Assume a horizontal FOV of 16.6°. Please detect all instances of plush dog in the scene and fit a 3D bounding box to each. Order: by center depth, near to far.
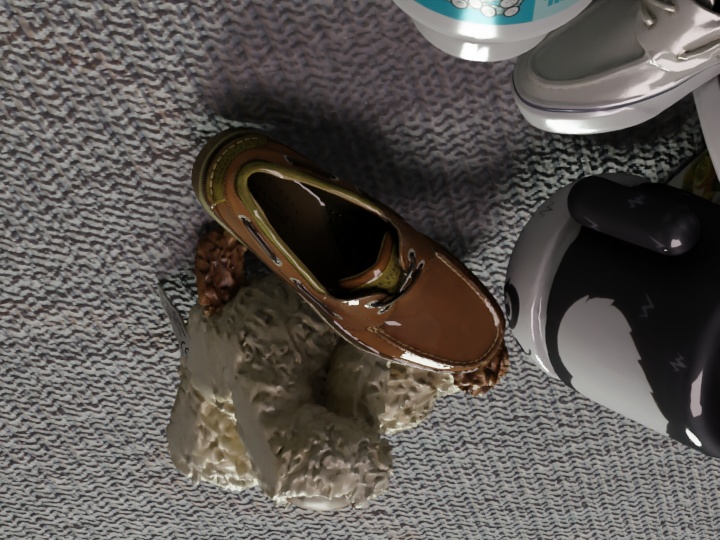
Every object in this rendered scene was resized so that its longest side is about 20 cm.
[{"bbox_3d":[-0.009,0.046,1.419,0.172,0.160,0.200,-9,-175,-28],"label":"plush dog"}]

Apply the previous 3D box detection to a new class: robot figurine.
[{"bbox_3d":[0.167,0.025,1.298,0.125,0.200,0.150,-9,117,-44],"label":"robot figurine"}]

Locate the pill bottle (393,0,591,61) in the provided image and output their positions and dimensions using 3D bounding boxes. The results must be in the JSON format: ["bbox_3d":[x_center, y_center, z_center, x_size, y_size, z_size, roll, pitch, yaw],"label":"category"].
[{"bbox_3d":[0.057,-0.167,1.012,0.111,0.111,0.200,-5,153,-3],"label":"pill bottle"}]

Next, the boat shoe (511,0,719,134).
[{"bbox_3d":[0.158,-0.126,1.162,0.200,0.072,0.066,-17,146,18],"label":"boat shoe"}]

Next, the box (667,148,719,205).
[{"bbox_3d":[0.189,-0.029,1.388,0.041,0.039,0.200,8,149,-25],"label":"box"}]

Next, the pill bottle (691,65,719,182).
[{"bbox_3d":[0.269,-0.096,1.199,0.200,0.111,0.111,-18,151,18],"label":"pill bottle"}]

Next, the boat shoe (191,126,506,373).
[{"bbox_3d":[0.000,0.000,1.287,0.200,0.072,0.068,31,179,-23],"label":"boat shoe"}]
